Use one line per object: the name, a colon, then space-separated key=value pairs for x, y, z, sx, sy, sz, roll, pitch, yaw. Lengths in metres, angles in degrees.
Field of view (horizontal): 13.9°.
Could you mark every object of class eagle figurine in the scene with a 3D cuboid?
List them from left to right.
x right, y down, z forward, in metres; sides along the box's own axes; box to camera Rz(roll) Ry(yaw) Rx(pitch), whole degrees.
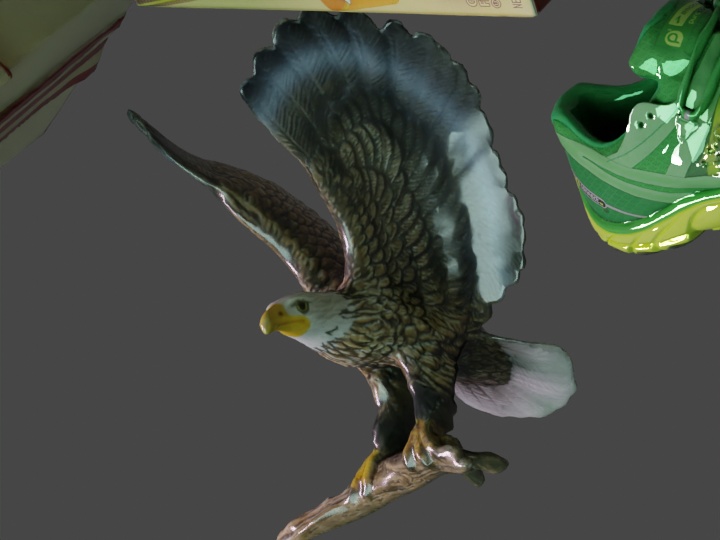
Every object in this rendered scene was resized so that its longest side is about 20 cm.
eagle figurine: x=-0.002 y=-0.001 z=1.255 sx=0.151 sy=0.151 sz=0.201 roll=-18 pitch=79 yaw=4

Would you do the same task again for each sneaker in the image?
sneaker: x=0.144 y=-0.067 z=1.115 sx=0.200 sy=0.074 sz=0.084 roll=-26 pitch=108 yaw=45

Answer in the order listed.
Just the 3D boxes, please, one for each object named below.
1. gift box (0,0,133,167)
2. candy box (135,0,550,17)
gift box: x=-0.228 y=-0.116 z=1.275 sx=0.200 sy=0.187 sz=0.185 roll=39 pitch=136 yaw=5
candy box: x=-0.014 y=-0.165 z=1.174 sx=0.199 sy=0.055 sz=0.116 roll=4 pitch=123 yaw=34
